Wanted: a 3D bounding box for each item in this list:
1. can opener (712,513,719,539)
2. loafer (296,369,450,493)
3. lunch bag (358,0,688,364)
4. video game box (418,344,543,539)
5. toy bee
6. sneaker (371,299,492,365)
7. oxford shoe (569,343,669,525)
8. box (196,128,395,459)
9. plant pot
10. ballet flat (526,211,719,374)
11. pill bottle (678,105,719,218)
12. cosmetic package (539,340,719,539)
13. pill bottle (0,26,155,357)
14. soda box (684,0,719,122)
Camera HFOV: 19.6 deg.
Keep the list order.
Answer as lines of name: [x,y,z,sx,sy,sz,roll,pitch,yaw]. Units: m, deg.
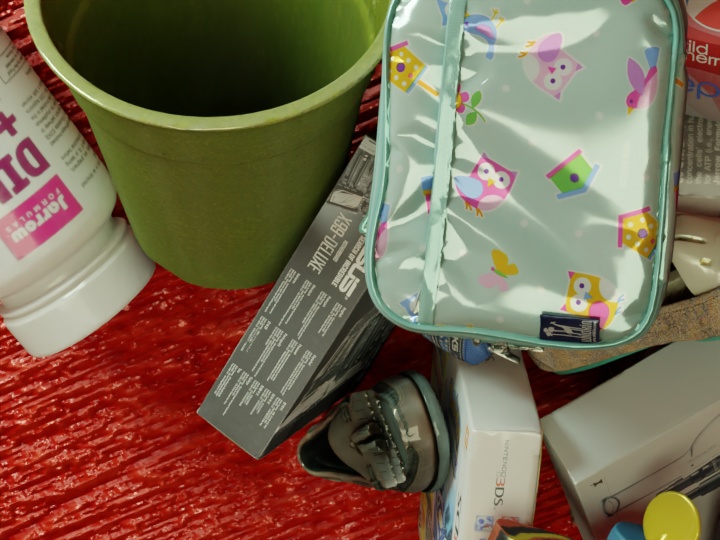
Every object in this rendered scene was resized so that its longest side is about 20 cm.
can opener: [0.243,0.172,1.277,0.053,0.067,0.200,27,153,17]
loafer: [0.006,0.105,1.237,0.063,0.200,0.072,-15,84,-11]
lunch bag: [0.081,-0.055,1.049,0.160,0.077,0.201,6,96,9]
video game box: [0.068,0.128,1.238,0.047,0.200,0.183,4,113,-5]
toy bee: [0.167,0.181,1.126,0.200,0.109,0.131,-7,114,-22]
sneaker: [0.101,-0.032,1.123,0.085,0.077,0.200,43,103,11]
oxford shoe: [0.185,0.078,1.281,0.074,0.071,0.200,18,114,-7]
box: [0.000,0.000,1.210,0.050,0.158,0.200,36,112,10]
plant pot: [-0.074,-0.092,1.157,0.200,0.200,0.190,3,142,3]
ballet flat: [0.167,0.007,1.137,0.200,0.068,0.067,-20,119,30]
pill bottle: [0.193,-0.055,1.196,0.199,0.113,0.113,3,114,7]
cosmetic package: [0.193,0.109,1.225,0.151,0.052,0.200,-28,148,0]
pill bottle: [-0.216,-0.055,1.228,0.113,0.113,0.200,-31,108,16]
soda box: [0.169,-0.134,1.148,0.200,0.070,0.063,15,146,17]
